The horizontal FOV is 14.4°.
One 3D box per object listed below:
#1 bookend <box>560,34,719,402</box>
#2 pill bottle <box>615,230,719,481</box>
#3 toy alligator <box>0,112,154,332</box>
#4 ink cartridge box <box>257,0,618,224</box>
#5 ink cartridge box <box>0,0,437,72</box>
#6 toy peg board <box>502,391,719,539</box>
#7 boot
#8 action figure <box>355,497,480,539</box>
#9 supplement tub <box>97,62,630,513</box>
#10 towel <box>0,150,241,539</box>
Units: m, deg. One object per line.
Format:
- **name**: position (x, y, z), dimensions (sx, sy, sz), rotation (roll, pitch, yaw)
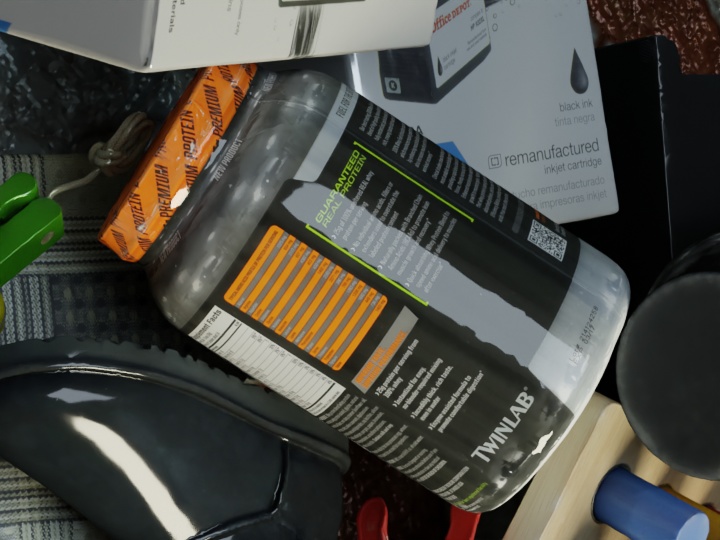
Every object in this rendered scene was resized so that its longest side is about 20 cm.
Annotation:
- **bookend**: position (0.196, -0.010, 1.405), dimensions (0.198, 0.092, 0.201), rotation (-3, 87, -36)
- **pill bottle**: position (0.184, 0.032, 1.223), dimensions (0.200, 0.111, 0.113), rotation (-14, 95, -63)
- **toy alligator**: position (-0.164, -0.007, 1.143), dimensions (0.054, 0.059, 0.200), rotation (31, 60, 18)
- **ink cartridge box**: position (0.027, -0.112, 1.297), dimensions (0.144, 0.084, 0.201), rotation (-10, 92, -35)
- **ink cartridge box**: position (-0.075, -0.139, 1.145), dimensions (0.200, 0.145, 0.085), rotation (-13, 115, -56)
- **toy peg board**: position (0.135, 0.180, 1.254), dimensions (0.199, 0.098, 0.201), rotation (26, 90, -54)
- **boot**: position (-0.076, 0.126, 1.144), dimensions (0.199, 0.076, 0.169), rotation (20, 57, -41)
- **action figure**: position (0.056, 0.148, 1.293), dimensions (0.200, 0.065, 0.099), rotation (67, 25, -46)
- **supplement tub**: position (0.000, 0.000, 1.168), dimensions (0.199, 0.123, 0.123), rotation (33, 66, -7)
- **towel**: position (-0.136, 0.047, 1.204), dimensions (0.199, 0.034, 0.194), rotation (-2, 84, -34)
